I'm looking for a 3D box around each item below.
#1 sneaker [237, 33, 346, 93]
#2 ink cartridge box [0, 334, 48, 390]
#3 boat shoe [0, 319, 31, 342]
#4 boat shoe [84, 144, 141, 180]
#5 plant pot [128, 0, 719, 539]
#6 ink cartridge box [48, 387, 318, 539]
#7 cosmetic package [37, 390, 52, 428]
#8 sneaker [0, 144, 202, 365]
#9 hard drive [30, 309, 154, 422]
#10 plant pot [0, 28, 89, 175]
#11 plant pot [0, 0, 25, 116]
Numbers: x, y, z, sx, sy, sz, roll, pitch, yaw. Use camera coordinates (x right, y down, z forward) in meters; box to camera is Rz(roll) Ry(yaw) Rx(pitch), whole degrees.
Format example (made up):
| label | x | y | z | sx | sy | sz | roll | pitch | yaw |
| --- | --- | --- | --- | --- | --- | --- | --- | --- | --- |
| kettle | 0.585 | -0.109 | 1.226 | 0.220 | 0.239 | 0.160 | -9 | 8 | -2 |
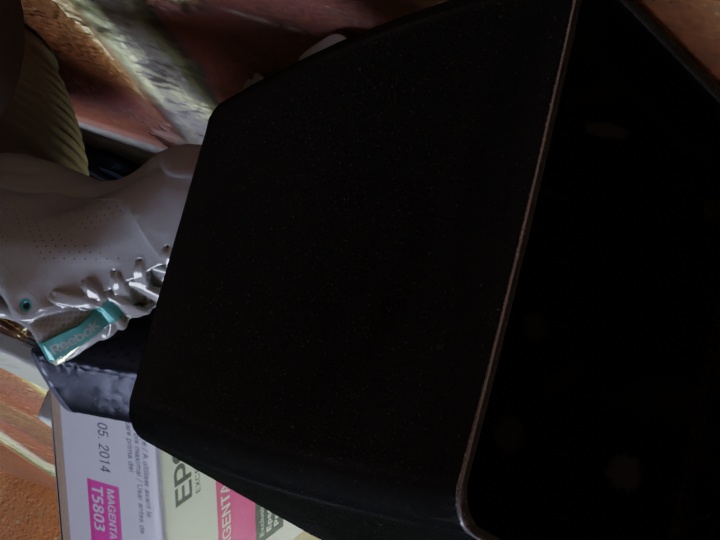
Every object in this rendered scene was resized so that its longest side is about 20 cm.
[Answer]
| label | x | y | z | sx | sy | sz | roll | pitch | yaw |
| --- | --- | --- | --- | --- | --- | --- | --- | --- | --- |
| sneaker | -0.014 | -0.045 | 1.124 | 0.080 | 0.076 | 0.200 | 18 | 170 | -20 |
| ink cartridge box | -0.222 | -0.019 | 1.484 | 0.200 | 0.116 | 0.067 | 28 | 167 | -27 |
| boat shoe | -0.249 | 0.002 | 1.295 | 0.200 | 0.068 | 0.072 | 19 | 168 | 14 |
| boat shoe | -0.195 | -0.056 | 1.388 | 0.200 | 0.084 | 0.069 | 6 | 180 | -3 |
| plant pot | 0.035 | 0.022 | 0.958 | 0.177 | 0.200 | 0.200 | 1 | 159 | 36 |
| ink cartridge box | -0.088 | 0.090 | 1.401 | 0.075 | 0.200 | 0.165 | 14 | -150 | 29 |
| cosmetic package | -0.079 | 0.100 | 1.746 | 0.200 | 0.123 | 0.199 | 18 | 168 | 20 |
| sneaker | -0.102 | 0.001 | 1.088 | 0.200 | 0.089 | 0.075 | -1 | 141 | 33 |
| hard drive | -0.049 | 0.014 | 1.173 | 0.135 | 0.200 | 0.042 | 9 | 120 | 19 |
| plant pot | -0.207 | -0.079 | 1.249 | 0.201 | 0.093 | 0.201 | 21 | 168 | 5 |
| plant pot | -0.222 | -0.100 | 1.025 | 0.200 | 0.200 | 0.175 | 17 | -174 | 18 |
